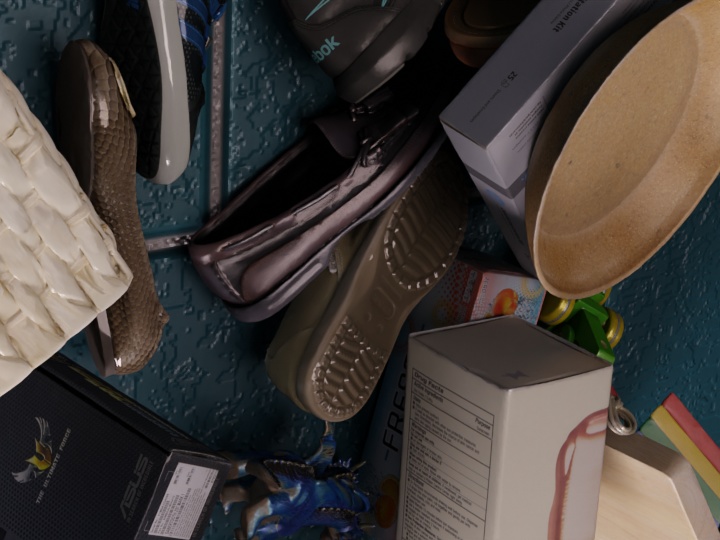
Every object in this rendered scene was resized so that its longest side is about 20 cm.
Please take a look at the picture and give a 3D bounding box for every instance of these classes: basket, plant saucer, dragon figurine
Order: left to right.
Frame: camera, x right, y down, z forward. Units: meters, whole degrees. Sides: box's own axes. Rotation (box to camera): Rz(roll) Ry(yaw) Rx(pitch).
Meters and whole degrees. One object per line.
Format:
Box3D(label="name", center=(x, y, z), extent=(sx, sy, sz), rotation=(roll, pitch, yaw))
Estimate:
Box3D(label="basket", center=(-0.216, -0.039, 0.733), extent=(0.136, 0.123, 0.200), rotation=(-42, 128, -17))
Box3D(label="dragon figurine", center=(-0.032, 0.127, 0.941), extent=(0.099, 0.059, 0.200), rotation=(-17, 157, -14))
Box3D(label="plant saucer", center=(0.156, -0.076, 0.891), extent=(0.200, 0.035, 0.200), rotation=(-33, 144, -28))

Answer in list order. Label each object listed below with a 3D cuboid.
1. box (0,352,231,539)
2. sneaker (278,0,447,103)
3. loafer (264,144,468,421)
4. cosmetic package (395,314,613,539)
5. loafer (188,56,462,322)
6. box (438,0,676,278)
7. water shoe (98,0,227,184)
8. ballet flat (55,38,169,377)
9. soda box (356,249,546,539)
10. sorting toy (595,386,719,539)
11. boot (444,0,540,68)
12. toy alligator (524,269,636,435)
Box3D(label="box", center=(-0.169, 0.157, 0.820), extent=(0.051, 0.158, 0.200), rotation=(21, 94, -49))
Box3D(label="sneaker", center=(0.030, -0.190, 0.902), extent=(0.079, 0.075, 0.200), rotation=(41, 61, -9))
Box3D(label="loafer", center=(0.000, 0.000, 0.958), extent=(0.200, 0.068, 0.076), rotation=(-58, 135, -27))
Box3D(label="cosmetic package", center=(0.085, 0.140, 0.961), extent=(0.087, 0.103, 0.200), rotation=(-10, 114, -32))
Box3D(label="loafer", center=(-0.019, -0.059, 0.919), extent=(0.200, 0.072, 0.063), rotation=(-48, 125, -10))
Box3D(label="box", center=(0.136, -0.090, 0.924), extent=(0.156, 0.041, 0.200), rotation=(-48, 150, -7))
Box3D(label="water shoe", center=(-0.093, -0.144, 0.825), extent=(0.079, 0.071, 0.200), rotation=(-16, 116, -35))
Box3D(label="ballet flat", center=(-0.131, -0.031, 0.838), extent=(0.046, 0.067, 0.200), rotation=(-13, 120, -20))
Box3D(label="soda box", center=(0.056, 0.088, 1.031), extent=(0.064, 0.068, 0.200), rotation=(8, 102, -40))
Box3D(label="sorting toy", center=(0.186, 0.145, 1.069), extent=(0.070, 0.200, 0.199), rotation=(-43, 128, -19))
Box3D(label="boot", center=(0.102, -0.102, 0.973), extent=(0.200, 0.077, 0.155), rotation=(-34, 138, -60))
Box3D(label="toy alligator", center=(0.138, 0.042, 1.033), extent=(0.059, 0.200, 0.054), rotation=(29, 125, -30))
